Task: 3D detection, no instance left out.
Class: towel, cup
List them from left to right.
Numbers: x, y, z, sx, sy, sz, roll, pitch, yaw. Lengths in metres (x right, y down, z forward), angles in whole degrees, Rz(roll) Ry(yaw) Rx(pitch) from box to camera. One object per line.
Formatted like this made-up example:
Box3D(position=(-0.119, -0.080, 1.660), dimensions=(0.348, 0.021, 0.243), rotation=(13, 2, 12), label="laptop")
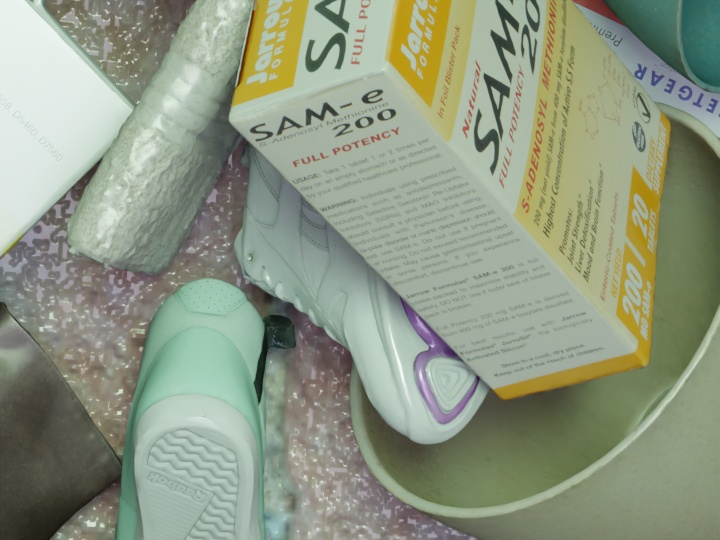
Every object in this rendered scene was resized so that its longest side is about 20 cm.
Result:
Box3D(position=(-0.068, -0.058, 1.233), dimensions=(0.034, 0.200, 0.133), rotation=(30, 92, 2), label="towel")
Box3D(position=(0.117, 0.049, 1.283), dimensions=(0.200, 0.200, 0.143), rotation=(-50, 126, 0), label="cup")

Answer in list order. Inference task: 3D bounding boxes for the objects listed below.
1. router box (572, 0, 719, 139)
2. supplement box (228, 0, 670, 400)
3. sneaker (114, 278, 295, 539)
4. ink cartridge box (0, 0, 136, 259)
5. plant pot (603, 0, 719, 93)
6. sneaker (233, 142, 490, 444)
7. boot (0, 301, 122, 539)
Box3D(position=(0.111, -0.176, 1.316), dimensions=(0.200, 0.049, 0.180), rotation=(25, 92, -9), label="router box")
Box3D(position=(0.041, -0.058, 1.164), dimensions=(0.073, 0.126, 0.200), rotation=(-15, 139, 31), label="supplement box")
Box3D(position=(-0.068, 0.098, 1.313), dimensions=(0.074, 0.118, 0.201), rotation=(8, 130, -2), label="sneaker")
Box3D(position=(-0.186, -0.059, 1.253), dimensions=(0.200, 0.129, 0.125), rotation=(-43, 99, 0), label="ink cartridge box")
Box3D(position=(0.139, -0.191, 1.214), dimensions=(0.135, 0.200, 0.200), rotation=(35, 91, 26), label="plant pot")
Box3D(position=(0.000, 0.000, 1.266), dimensions=(0.075, 0.200, 0.100), rotation=(22, 128, -38), label="sneaker")
Box3D(position=(-0.169, 0.135, 1.304), dimensions=(0.166, 0.072, 0.200), rotation=(-33, 106, -9), label="boot")
